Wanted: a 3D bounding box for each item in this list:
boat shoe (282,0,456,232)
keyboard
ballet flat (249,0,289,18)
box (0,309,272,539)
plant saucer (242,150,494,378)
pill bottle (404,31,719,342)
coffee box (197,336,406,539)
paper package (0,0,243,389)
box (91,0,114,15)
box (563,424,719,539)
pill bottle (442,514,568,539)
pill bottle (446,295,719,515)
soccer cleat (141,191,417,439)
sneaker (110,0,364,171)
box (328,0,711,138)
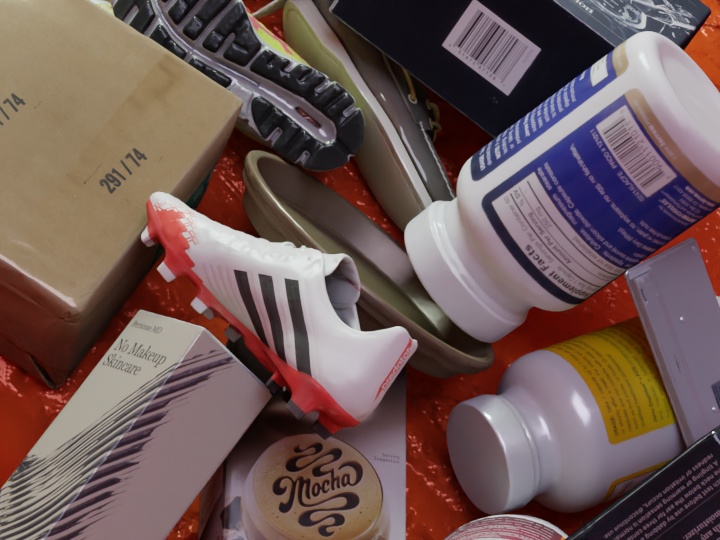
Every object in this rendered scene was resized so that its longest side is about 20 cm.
[{"bbox_3d":[0.018,-0.107,1.594,0.060,0.072,0.202,-21,66,-22],"label":"boat shoe"},{"bbox_3d":[0.218,0.082,1.478,0.056,0.011,0.200,-27,102,-30],"label":"keyboard"},{"bbox_3d":[-0.101,-0.196,1.613,0.200,0.069,0.070,-13,66,-25],"label":"ballet flat"},{"bbox_3d":[-0.146,0.122,1.358,0.068,0.082,0.200,46,70,-30],"label":"box"},{"bbox_3d":[0.000,0.000,1.485,0.200,0.200,0.029,43,101,8],"label":"plant saucer"},{"bbox_3d":[0.131,-0.047,1.473,0.116,0.200,0.116,43,25,-26],"label":"pill bottle"},{"bbox_3d":[-0.035,0.145,1.425,0.113,0.080,0.200,8,59,-13],"label":"coffee box"},{"bbox_3d":[-0.204,-0.062,1.476,0.191,0.103,0.200,33,56,0],"label":"paper package"},{"bbox_3d":[-0.232,-0.186,1.574,0.200,0.039,0.041,30,54,-1],"label":"box"},{"bbox_3d":[0.236,0.183,1.334,0.197,0.124,0.200,54,22,8],"label":"box"},{"bbox_3d":[0.080,0.198,1.357,0.109,0.200,0.110,1,94,9],"label":"pill bottle"},{"bbox_3d":[0.157,0.089,1.508,0.200,0.104,0.104,-17,68,-27],"label":"pill bottle"},{"bbox_3d":[-0.048,0.010,1.378,0.085,0.069,0.200,-44,58,0],"label":"soccer cleat"},{"bbox_3d":[-0.087,-0.135,1.566,0.200,0.090,0.078,43,88,-5],"label":"sneaker"},{"bbox_3d":[0.110,-0.174,1.602,0.200,0.104,0.182,37,27,4],"label":"box"}]
